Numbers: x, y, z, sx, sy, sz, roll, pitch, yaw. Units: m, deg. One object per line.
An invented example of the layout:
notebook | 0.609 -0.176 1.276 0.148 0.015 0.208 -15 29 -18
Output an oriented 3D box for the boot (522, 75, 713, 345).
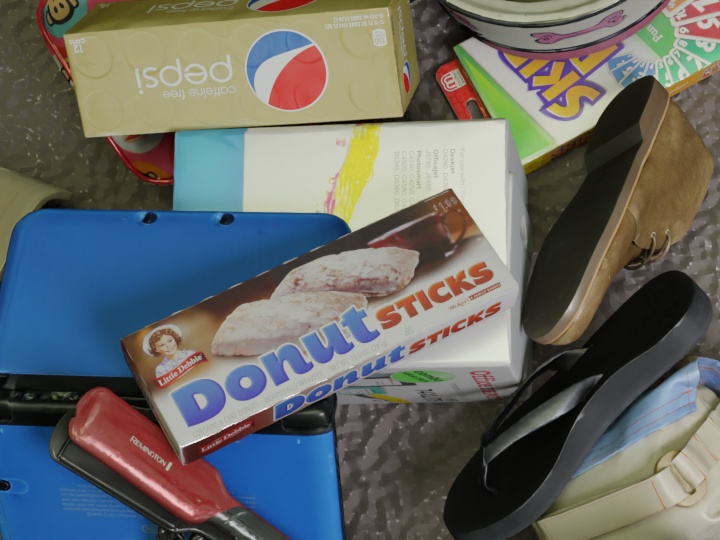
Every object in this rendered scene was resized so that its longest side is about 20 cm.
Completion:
boot | 0.160 -0.024 1.022 0.075 0.073 0.201 41 56 -17

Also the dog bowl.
dog bowl | 0.125 -0.222 1.091 0.199 0.074 0.202 -7 63 14

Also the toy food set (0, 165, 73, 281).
toy food set | -0.290 0.015 1.139 0.143 0.060 0.201 20 79 26

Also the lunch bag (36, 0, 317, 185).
lunch bag | -0.087 -0.150 1.098 0.199 0.082 0.177 -31 99 10

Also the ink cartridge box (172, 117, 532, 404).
ink cartridge box | 0.000 0.000 1.035 0.198 0.147 0.147 -2 77 10

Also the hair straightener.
hair straightener | -0.078 0.133 0.910 0.199 0.077 0.041 32 57 -16

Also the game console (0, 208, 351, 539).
game console | -0.102 0.069 0.958 0.198 0.172 0.119 2 31 10

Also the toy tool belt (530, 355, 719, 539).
toy tool belt | 0.180 0.099 0.987 0.200 0.125 0.123 -37 65 20

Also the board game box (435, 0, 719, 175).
board game box | 0.153 -0.141 1.109 0.199 0.030 0.096 -29 72 4

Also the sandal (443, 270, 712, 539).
sandal | 0.113 0.073 0.979 0.043 0.076 0.200 40 94 -24

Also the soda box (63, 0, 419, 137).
soda box | -0.069 -0.126 1.014 0.198 0.064 0.068 -3 115 13

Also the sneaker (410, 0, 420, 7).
sneaker | 0.081 -0.222 1.031 0.199 0.060 0.105 -18 59 14

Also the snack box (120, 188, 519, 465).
snack box | -0.020 0.027 0.893 0.199 0.024 0.072 -25 63 -17
